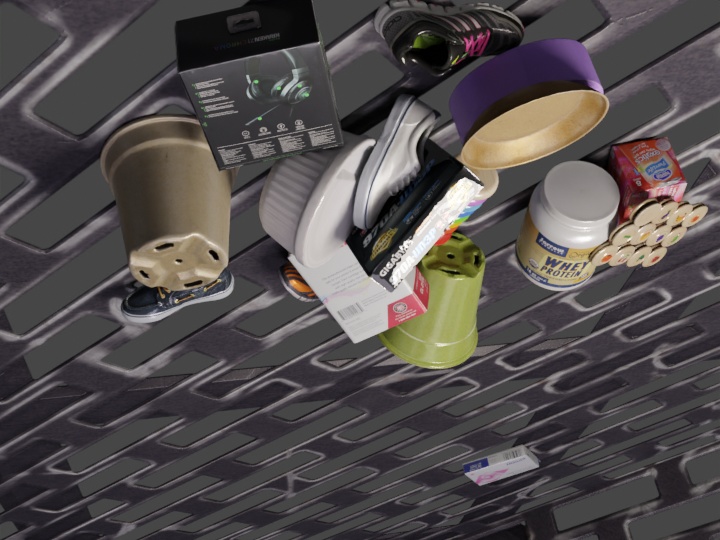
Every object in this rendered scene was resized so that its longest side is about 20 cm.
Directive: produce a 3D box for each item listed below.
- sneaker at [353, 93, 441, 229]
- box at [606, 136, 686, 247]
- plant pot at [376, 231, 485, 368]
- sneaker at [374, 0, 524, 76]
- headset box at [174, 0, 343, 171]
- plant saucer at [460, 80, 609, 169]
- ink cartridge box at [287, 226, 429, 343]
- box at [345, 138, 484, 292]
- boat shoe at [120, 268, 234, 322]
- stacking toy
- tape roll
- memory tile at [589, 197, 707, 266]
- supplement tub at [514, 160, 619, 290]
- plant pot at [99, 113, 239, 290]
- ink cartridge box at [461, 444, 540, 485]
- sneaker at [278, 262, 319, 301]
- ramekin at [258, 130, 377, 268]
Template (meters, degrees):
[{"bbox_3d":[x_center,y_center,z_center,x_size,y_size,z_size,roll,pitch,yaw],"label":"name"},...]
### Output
[{"bbox_3d":[0.050,-0.144,1.248,0.201,0.071,0.073,-68,165,15],"label":"sneaker"},{"bbox_3d":[0.463,-0.119,1.488,0.095,0.100,0.200,-11,149,-1],"label":"box"},{"bbox_3d":[0.137,0.036,1.579,0.199,0.201,0.191,-1,134,-16],"label":"plant pot"},{"bbox_3d":[0.118,-0.286,1.121,0.199,0.088,0.074,1,147,-19],"label":"sneaker"},{"bbox_3d":[-0.124,-0.236,1.116,0.173,0.093,0.200,-12,147,2],"label":"headset box"},{"bbox_3d":[0.220,-0.193,1.158,0.199,0.036,0.200,-16,163,-5],"label":"plant saucer"},{"bbox_3d":[0.000,0.000,1.443,0.145,0.083,0.200,-25,117,24],"label":"ink cartridge box"},{"bbox_3d":[0.072,-0.082,1.272,0.046,0.159,0.200,37,99,-25],"label":"box"},{"bbox_3d":[-0.318,0.021,1.502,0.199,0.071,0.091,-17,148,-3],"label":"boat shoe"},{"bbox_3d":[0.147,-0.106,1.442,0.085,0.086,0.200,0,154,-18],"label":"stacking toy"},{"bbox_3d":[0.225,-0.231,1.217,0.199,0.066,0.200,-17,164,-5],"label":"tape roll"},{"bbox_3d":[0.472,-0.058,1.451,0.199,0.017,0.153,0,138,-41],"label":"memory tile"},{"bbox_3d":[0.342,-0.073,1.480,0.144,0.145,0.200,-7,148,-7],"label":"supplement tub"},{"bbox_3d":[-0.259,-0.082,1.238,0.199,0.184,0.201,-8,148,-5],"label":"plant pot"},{"bbox_3d":[0.429,0.593,2.677,0.196,0.043,0.200,-23,145,17],"label":"ink cartridge box"},{"bbox_3d":[-0.047,0.002,1.558,0.112,0.078,0.200,-36,151,29],"label":"sneaker"},{"bbox_3d":[-0.061,-0.113,1.257,0.094,0.203,0.203,29,151,15],"label":"ramekin"}]
